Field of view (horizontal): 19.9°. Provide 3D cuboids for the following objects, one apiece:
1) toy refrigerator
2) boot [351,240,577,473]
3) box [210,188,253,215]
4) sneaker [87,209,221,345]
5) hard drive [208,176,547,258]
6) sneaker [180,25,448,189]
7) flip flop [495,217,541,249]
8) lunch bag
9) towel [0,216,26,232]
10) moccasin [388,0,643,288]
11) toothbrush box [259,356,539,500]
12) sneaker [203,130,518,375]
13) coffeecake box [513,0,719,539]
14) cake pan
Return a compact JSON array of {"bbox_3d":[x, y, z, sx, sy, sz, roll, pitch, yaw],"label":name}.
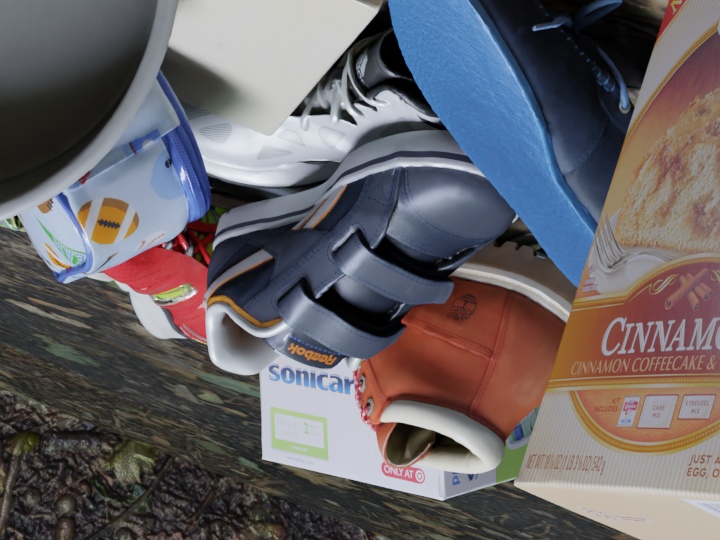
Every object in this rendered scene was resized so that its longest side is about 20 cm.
[{"bbox_3d":[-0.029,-0.115,0.778,0.069,0.076,0.200,22,167,-9],"label":"toy refrigerator"},{"bbox_3d":[0.016,0.040,0.984,0.075,0.108,0.199,40,160,-33],"label":"boot"},{"bbox_3d":[-0.040,-0.018,1.179,0.110,0.035,0.199,2,-171,-45],"label":"box"},{"bbox_3d":[-0.085,-0.012,1.042,0.084,0.078,0.200,16,167,22],"label":"sneaker"},{"bbox_3d":[-0.004,-0.045,1.071,0.199,0.033,0.139,13,178,32],"label":"hard drive"},{"bbox_3d":[-0.009,-0.088,0.912,0.199,0.076,0.116,10,157,9],"label":"sneaker"},{"bbox_3d":[0.139,-0.010,0.935,0.199,0.058,0.081,-1,-168,40],"label":"flip flop"},{"bbox_3d":[-0.142,-0.094,0.852,0.201,0.075,0.160,62,167,-5],"label":"lunch bag"},{"bbox_3d":[-0.233,-0.109,0.991,0.143,0.023,0.201,12,130,44],"label":"towel"},{"bbox_3d":[0.077,-0.068,0.819,0.080,0.068,0.200,24,157,44],"label":"moccasin"},{"bbox_3d":[0.062,0.060,1.160,0.199,0.087,0.145,-8,-169,-44],"label":"toothbrush box"},{"bbox_3d":[0.000,0.000,0.918,0.078,0.080,0.199,24,154,-29],"label":"sneaker"},{"bbox_3d":[0.144,-0.011,0.663,0.073,0.201,0.153,24,166,-22],"label":"coffeecake box"},{"bbox_3d":[-0.158,-0.116,0.745,0.199,0.202,0.037,18,-168,5],"label":"cake pan"}]
